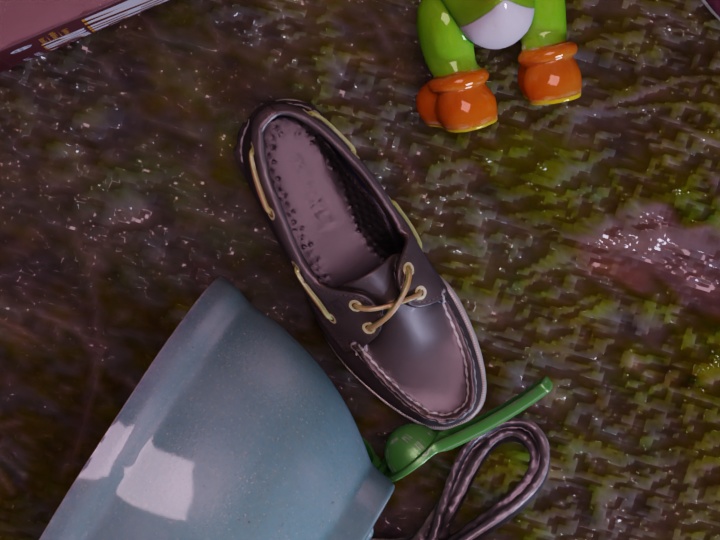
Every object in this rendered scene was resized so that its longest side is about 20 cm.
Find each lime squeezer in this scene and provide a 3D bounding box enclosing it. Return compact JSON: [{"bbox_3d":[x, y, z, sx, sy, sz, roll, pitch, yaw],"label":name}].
[{"bbox_3d":[0.011,0.080,1.458,0.200,0.038,0.071,3,102,25],"label":"lime squeezer"}]

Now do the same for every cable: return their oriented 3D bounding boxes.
[{"bbox_3d":[0.022,0.155,1.461,0.200,0.050,0.097,-32,69,2],"label":"cable"}]

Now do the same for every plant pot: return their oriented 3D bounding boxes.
[{"bbox_3d":[-0.068,0.122,1.384,0.134,0.200,0.200,32,90,2],"label":"plant pot"}]

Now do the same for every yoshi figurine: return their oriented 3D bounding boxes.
[{"bbox_3d":[0.051,-0.181,1.454,0.112,0.112,0.200,-2,110,37],"label":"yoshi figurine"}]

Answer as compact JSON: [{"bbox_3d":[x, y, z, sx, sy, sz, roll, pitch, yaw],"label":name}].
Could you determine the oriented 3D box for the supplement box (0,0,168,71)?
[{"bbox_3d":[-0.172,-0.215,1.410,0.200,0.133,0.197,-24,92,-1],"label":"supplement box"}]

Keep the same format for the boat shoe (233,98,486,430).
[{"bbox_3d":[0.000,0.000,1.458,0.072,0.061,0.201,-34,92,-1],"label":"boat shoe"}]

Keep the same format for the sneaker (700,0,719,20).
[{"bbox_3d":[0.252,-0.125,1.449,0.200,0.090,0.075,40,90,-3],"label":"sneaker"}]
